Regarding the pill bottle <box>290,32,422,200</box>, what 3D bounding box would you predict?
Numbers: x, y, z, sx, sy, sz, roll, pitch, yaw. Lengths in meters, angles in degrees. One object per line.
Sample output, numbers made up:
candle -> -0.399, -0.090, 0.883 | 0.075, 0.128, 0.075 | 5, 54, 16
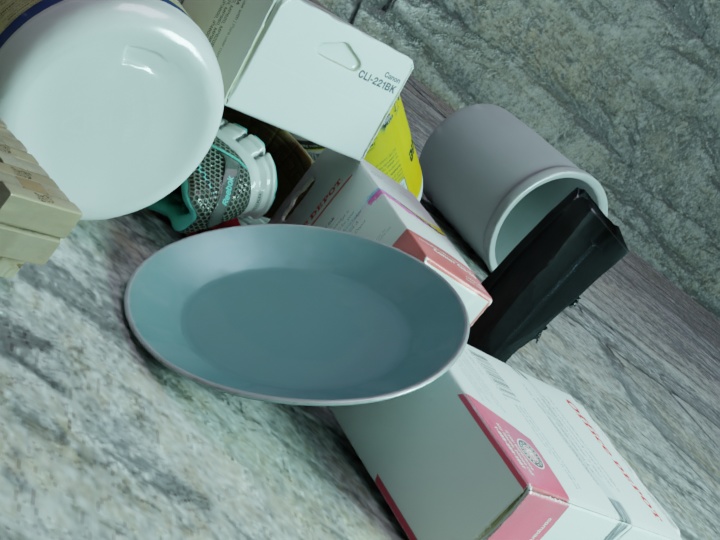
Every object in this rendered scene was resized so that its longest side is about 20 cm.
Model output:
pill bottle -> -0.011, -0.094, 1.146 | 0.113, 0.112, 0.200 | 50, -13, 37

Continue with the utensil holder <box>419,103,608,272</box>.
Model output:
utensil holder -> 0.185, -0.098, 1.744 | 0.170, 0.170, 0.200 | 29, 15, -42

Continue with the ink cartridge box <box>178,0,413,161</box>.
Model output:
ink cartridge box -> -0.083, -0.167, 0.974 | 0.144, 0.084, 0.200 | 18, 13, -48

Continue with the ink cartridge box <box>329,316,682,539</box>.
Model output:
ink cartridge box -> 0.095, 0.129, 0.870 | 0.200, 0.083, 0.147 | 27, 21, -47

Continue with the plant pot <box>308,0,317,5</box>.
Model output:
plant pot -> -0.063, -0.184, 1.277 | 0.201, 0.093, 0.201 | 44, -17, 17

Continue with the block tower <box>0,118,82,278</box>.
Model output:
block tower -> -0.227, -0.077, 0.711 | 0.200, 0.054, 0.058 | 46, 13, 27

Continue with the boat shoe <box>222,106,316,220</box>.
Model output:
boat shoe -> -0.112, -0.112, 1.045 | 0.200, 0.074, 0.066 | 36, 16, -15

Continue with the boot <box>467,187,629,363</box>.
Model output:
boot -> 0.094, 0.017, 0.993 | 0.066, 0.200, 0.165 | 35, 13, -21

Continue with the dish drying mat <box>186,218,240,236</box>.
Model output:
dish drying mat -> -0.131, -0.069, 1.050 | 0.077, 0.018, 0.200 | 31, 15, -32

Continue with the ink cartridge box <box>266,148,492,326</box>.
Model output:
ink cartridge box -> 0.000, 0.000, 0.968 | 0.067, 0.117, 0.200 | 31, 16, -32

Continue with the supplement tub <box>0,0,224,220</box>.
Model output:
supplement tub -> -0.181, -0.139, 0.847 | 0.144, 0.145, 0.200 | 29, 17, -43

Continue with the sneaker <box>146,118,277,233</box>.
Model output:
sneaker -> -0.155, -0.092, 0.940 | 0.200, 0.078, 0.091 | 31, 35, 17

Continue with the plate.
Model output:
plate -> -0.037, 0.029, 0.800 | 0.199, 0.026, 0.200 | 5, 29, -3
